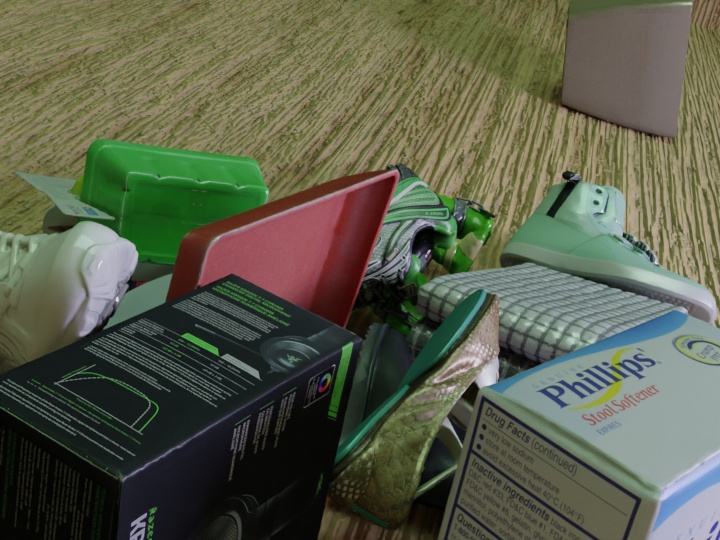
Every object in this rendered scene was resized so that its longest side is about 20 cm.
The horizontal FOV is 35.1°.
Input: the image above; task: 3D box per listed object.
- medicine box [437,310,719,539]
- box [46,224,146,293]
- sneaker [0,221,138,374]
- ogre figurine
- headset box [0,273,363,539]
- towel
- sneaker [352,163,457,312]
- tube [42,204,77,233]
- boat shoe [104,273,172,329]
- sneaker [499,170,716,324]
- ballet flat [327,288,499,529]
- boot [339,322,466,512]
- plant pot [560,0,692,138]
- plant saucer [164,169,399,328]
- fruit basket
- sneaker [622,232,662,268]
[{"bbox_3d":[0.131,0.144,0.594,0.103,0.202,0.181,31,31,35],"label":"medicine box"},{"bbox_3d":[-0.145,-0.011,0.935,0.109,0.035,0.199,22,19,37],"label":"box"},{"bbox_3d":[-0.187,0.011,0.601,0.099,0.200,0.078,36,60,-17],"label":"sneaker"},{"bbox_3d":[0.039,-0.018,1.020,0.119,0.098,0.201,29,60,7],"label":"ogre figurine"},{"bbox_3d":[-0.095,0.116,0.576,0.092,0.176,0.199,24,26,24],"label":"headset box"},{"bbox_3d":[0.149,0.057,0.907,0.164,0.087,0.199,18,14,30],"label":"towel"},{"bbox_3d":[0.000,0.000,0.908,0.085,0.078,0.200,38,69,19],"label":"sneaker"},{"bbox_3d":[-0.207,-0.058,1.033,0.058,0.052,0.200,59,28,1],"label":"tube"},{"bbox_3d":[-0.148,0.067,0.734,0.070,0.070,0.200,16,40,40],"label":"boat shoe"},{"bbox_3d":[0.236,-0.024,1.018,0.199,0.074,0.119,19,62,30],"label":"sneaker"},{"bbox_3d":[0.048,0.090,0.723,0.065,0.071,0.200,45,51,-1],"label":"ballet flat"},{"bbox_3d":[0.088,0.114,0.786,0.198,0.066,0.166,9,37,6],"label":"boot"},{"bbox_3d":[0.398,-0.329,1.737,0.175,0.202,0.200,5,24,9],"label":"plant pot"},{"bbox_3d":[-0.068,0.033,0.725,0.037,0.201,0.199,31,30,21],"label":"plant saucer"},{"bbox_3d":[-0.154,-0.045,0.860,0.183,0.095,0.199,5,4,-29],"label":"fruit basket"},{"bbox_3d":[0.245,-0.003,1.100,0.080,0.077,0.201,39,18,-44],"label":"sneaker"}]
